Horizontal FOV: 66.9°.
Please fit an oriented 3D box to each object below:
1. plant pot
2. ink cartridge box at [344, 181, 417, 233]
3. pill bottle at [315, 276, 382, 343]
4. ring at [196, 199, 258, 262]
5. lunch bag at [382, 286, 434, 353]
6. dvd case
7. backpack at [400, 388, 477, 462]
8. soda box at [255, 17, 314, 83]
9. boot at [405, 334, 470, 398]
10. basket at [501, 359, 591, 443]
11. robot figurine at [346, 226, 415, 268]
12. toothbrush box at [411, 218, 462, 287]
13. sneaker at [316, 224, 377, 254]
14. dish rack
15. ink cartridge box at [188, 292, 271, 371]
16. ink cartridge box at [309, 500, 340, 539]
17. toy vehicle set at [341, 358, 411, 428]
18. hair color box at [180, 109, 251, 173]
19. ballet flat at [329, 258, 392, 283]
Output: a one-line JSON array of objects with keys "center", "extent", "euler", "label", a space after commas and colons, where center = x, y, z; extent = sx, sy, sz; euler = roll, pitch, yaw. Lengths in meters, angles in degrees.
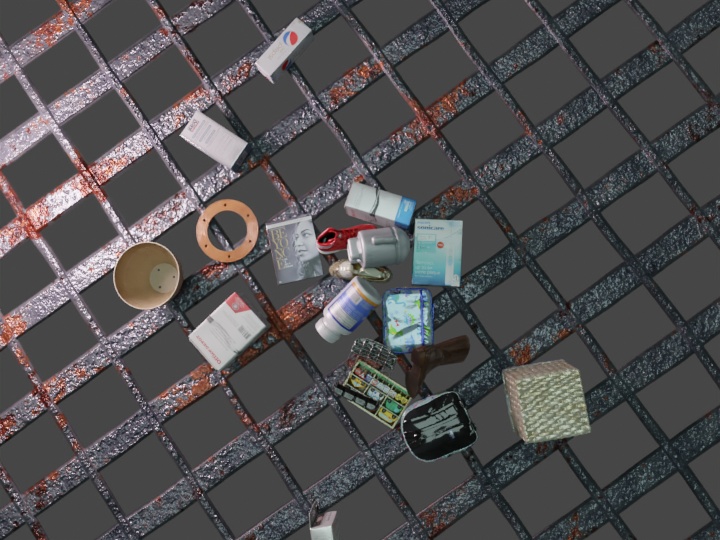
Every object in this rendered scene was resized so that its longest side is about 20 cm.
[{"center": [-0.629, 0.019, 1.675], "extent": [0.199, 0.134, 0.201], "euler": [0, 86, 4], "label": "plant pot"}, {"center": [0.062, -0.188, 1.646], "extent": [0.199, 0.145, 0.085], "euler": [18, 86, 4], "label": "ink cartridge box"}, {"center": [-0.040, 0.122, 1.638], "extent": [0.112, 0.112, 0.200], "euler": [45, 104, 5], "label": "pill bottle"}, {"center": [-0.421, -0.125, 1.732], "extent": [0.199, 0.019, 0.201], "euler": [0, 85, 3], "label": "ring"}, {"center": [0.145, 0.149, 1.651], "extent": [0.160, 0.082, 0.201], "euler": [0, 87, 0], "label": "lunch bag"}, {"center": [-0.207, -0.067, 1.717], "extent": [0.148, 0.016, 0.201], "euler": [-12, 85, 3], "label": "dvd case"}, {"center": [0.217, 0.454, 1.587], "extent": [0.199, 0.151, 0.178], "euler": [-24, 82, -6], "label": "backpack"}, {"center": [-0.240, -0.702, 1.741], "extent": [0.068, 0.064, 0.200], "euler": [42, 88, 5], "label": "soda box"}, {"center": [0.237, 0.287, 1.632], "extent": [0.199, 0.064, 0.187], "euler": [-10, 126, -29], "label": "boot"}, {"center": [0.530, 0.375, 1.573], "extent": [0.199, 0.161, 0.199], "euler": [-10, 86, 4], "label": "basket"}, {"center": [0.061, -0.068, 1.617], "extent": [0.199, 0.170, 0.113], "euler": [-8, 79, -7], "label": "robot figurine"}, {"center": [0.232, -0.051, 1.657], "extent": [0.146, 0.085, 0.201], "euler": [4, 85, 4], "label": "toothbrush box"}, {"center": [-0.039, -0.098, 1.657], "extent": [0.199, 0.116, 0.079], "euler": [-19, 85, -2], "label": "sneaker"}, {"center": [0.016, 0.306, 1.625], "extent": [0.153, 0.055, 0.201], "euler": [24, 92, 4], "label": "dish rack"}, {"center": [-0.399, 0.187, 1.675], "extent": [0.200, 0.083, 0.147], "euler": [-43, 84, -1], "label": "ink cartridge box"}, {"center": [-0.098, 0.790, 1.598], "extent": [0.067, 0.116, 0.201], "euler": [-10, 86, 3], "label": "ink cartridge box"}, {"center": [0.047, 0.375, 1.665], "extent": [0.200, 0.027, 0.125], "euler": [31, 88, 5], "label": "toy vehicle set"}, {"center": [-0.458, -0.409, 1.734], "extent": [0.200, 0.061, 0.099], "euler": [33, 88, 4], "label": "hair color box"}, {"center": [0.000, 0.000, 1.671], "extent": [0.199, 0.075, 0.068], "euler": [8, 85, 4], "label": "ballet flat"}]
